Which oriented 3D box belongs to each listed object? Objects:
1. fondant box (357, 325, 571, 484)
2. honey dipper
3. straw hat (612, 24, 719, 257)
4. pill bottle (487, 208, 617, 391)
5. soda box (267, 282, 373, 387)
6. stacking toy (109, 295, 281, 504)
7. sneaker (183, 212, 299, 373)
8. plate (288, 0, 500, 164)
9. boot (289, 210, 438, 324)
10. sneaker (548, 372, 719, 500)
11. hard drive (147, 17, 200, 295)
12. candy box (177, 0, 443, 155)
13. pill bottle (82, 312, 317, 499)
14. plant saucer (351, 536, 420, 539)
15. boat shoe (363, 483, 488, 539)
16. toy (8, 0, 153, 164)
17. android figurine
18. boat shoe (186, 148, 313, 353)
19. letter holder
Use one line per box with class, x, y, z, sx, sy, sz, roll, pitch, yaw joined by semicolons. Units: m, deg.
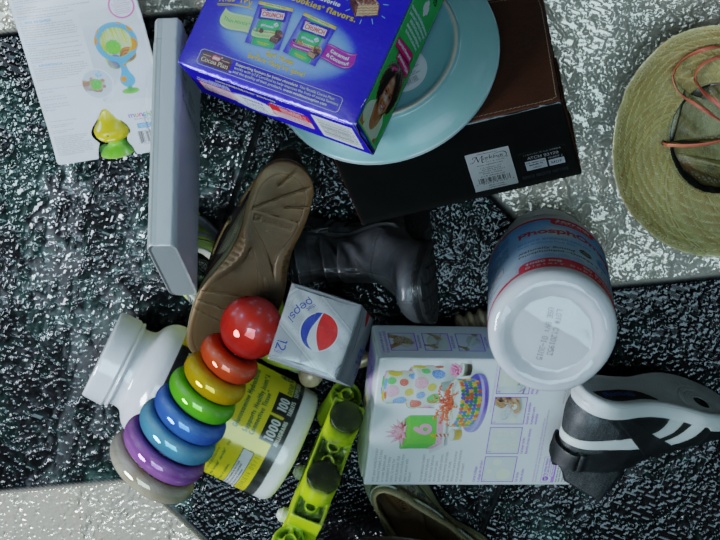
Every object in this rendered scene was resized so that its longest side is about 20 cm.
fondant box;0.103;0.124;1.773;0.199;0.058;0.145;0;123;-10
honey dipper;0.039;0.073;1.782;0.199;0.038;0.038;-15;110;-2
straw hat;0.308;-0.119;1.686;0.200;0.085;0.202;0;105;2
pill bottle;0.164;0.017;1.684;0.108;0.200;0.109;1;111;3
soda box;-0.031;0.058;1.672;0.063;0.200;0.069;18;86;5
stacking toy;-0.132;0.106;1.676;0.085;0.085;0.200;34;112;-9
sneaker;-0.113;0.032;1.774;0.200;0.076;0.075;39;106;-13
plate;0.018;-0.184;1.640;0.199;0.201;0.026;-14;154;9
boot;0.000;0.000;1.690;0.131;0.200;0.070;-4;107;1
sneaker;0.248;0.155;1.771;0.199;0.073;0.112;8;117;-36
hard drive;-0.156;-0.095;1.647;0.026;0.132;0.201;-1;72;3
candy box;-0.030;-0.221;1.603;0.168;0.077;0.201;21;80;17
pill bottle;-0.149;0.120;1.790;0.199;0.113;0.113;26;110;-7
plant saucer;0.031;0.302;1.824;0.199;0.032;0.201;4;141;3
boat shoe;0.072;0.268;1.859;0.073;0.063;0.200;-40;104;16
toy;-0.235;-0.196;1.709;0.114;0.047;0.201;-7;115;11
android figurine;-0.042;0.194;1.780;0.041;0.183;0.200;22;154;-2
boat shoe;-0.096;-0.015;1.696;0.072;0.072;0.201;18;110;-12
letter holder;0.078;-0.144;1.693;0.199;0.143;0.101;-13;141;9
